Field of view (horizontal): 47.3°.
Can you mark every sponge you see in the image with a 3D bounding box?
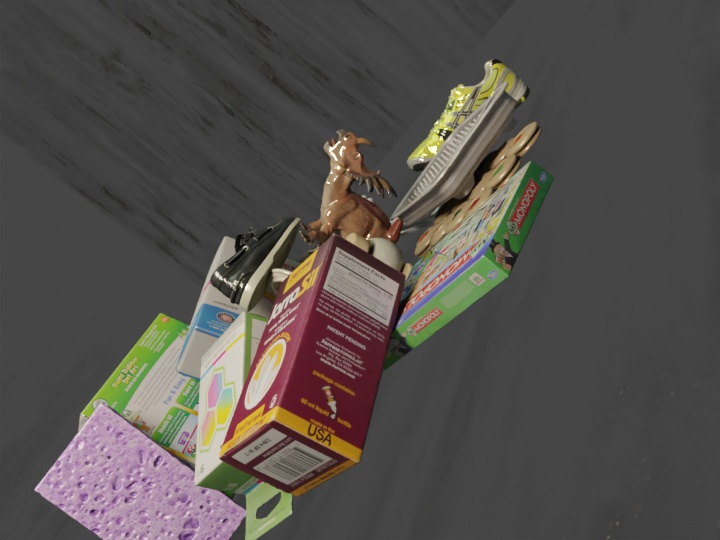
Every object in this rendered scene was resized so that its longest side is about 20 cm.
[{"bbox_3d":[-0.233,0.245,0.882,0.112,0.200,0.030,-53,5,-15],"label":"sponge"}]

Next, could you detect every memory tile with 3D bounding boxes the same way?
[{"bbox_3d":[0.133,-0.092,0.966,0.153,0.017,0.200,-54,7,-20],"label":"memory tile"}]

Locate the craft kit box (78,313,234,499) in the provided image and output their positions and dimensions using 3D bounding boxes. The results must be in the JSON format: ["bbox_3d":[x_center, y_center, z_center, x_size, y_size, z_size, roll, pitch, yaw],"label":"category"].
[{"bbox_3d":[-0.205,0.160,1.010,0.200,0.197,0.049,-63,-3,-53],"label":"craft kit box"}]

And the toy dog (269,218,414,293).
[{"bbox_3d":[0.000,0.000,0.961,0.200,0.132,0.096,-10,45,48],"label":"toy dog"}]

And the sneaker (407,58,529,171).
[{"bbox_3d":[0.141,-0.217,1.168,0.200,0.076,0.075,-39,8,0],"label":"sneaker"}]

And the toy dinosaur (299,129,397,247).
[{"bbox_3d":[0.001,-0.064,1.037,0.135,0.200,0.086,-35,41,4],"label":"toy dinosaur"}]

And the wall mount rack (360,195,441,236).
[{"bbox_3d":[0.079,-0.102,1.182,0.174,0.075,0.200,-20,8,-1],"label":"wall mount rack"}]

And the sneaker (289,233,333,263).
[{"bbox_3d":[-0.044,-0.028,1.221,0.200,0.077,0.082,-14,-60,-55],"label":"sneaker"}]

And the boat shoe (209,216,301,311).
[{"bbox_3d":[-0.130,-0.021,1.026,0.199,0.066,0.075,-63,-4,-53],"label":"boat shoe"}]

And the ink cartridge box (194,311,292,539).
[{"bbox_3d":[-0.114,0.153,0.805,0.104,0.059,0.200,-45,38,42],"label":"ink cartridge box"}]

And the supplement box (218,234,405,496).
[{"bbox_3d":[-0.039,0.082,0.736,0.110,0.086,0.200,-40,26,46],"label":"supplement box"}]

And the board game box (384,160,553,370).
[{"bbox_3d":[0.086,-0.001,0.750,0.200,0.029,0.135,-44,9,49],"label":"board game box"}]

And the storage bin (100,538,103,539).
[{"bbox_3d":[-0.289,0.359,1.129,0.135,0.094,0.200,-49,8,27],"label":"storage bin"}]

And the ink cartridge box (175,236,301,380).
[{"bbox_3d":[-0.136,0.060,1.054,0.200,0.144,0.085,-87,20,-56],"label":"ink cartridge box"}]

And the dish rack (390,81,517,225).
[{"bbox_3d":[0.119,-0.132,1.018,0.172,0.044,0.200,-55,7,-16],"label":"dish rack"}]
